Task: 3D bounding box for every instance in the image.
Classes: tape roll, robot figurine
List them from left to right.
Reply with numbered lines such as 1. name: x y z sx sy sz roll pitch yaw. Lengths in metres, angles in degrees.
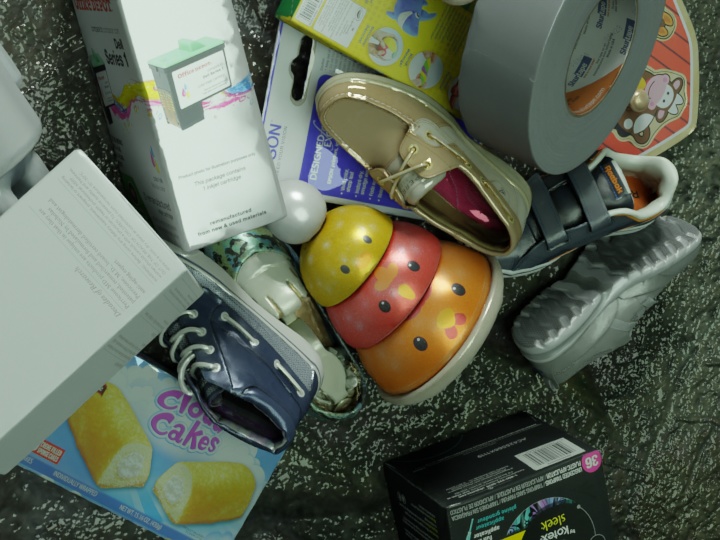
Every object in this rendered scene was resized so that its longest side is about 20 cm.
1. robot figurine: -0.300 -0.118 1.059 0.201 0.112 0.170 59 35 -21
2. tape roll: 0.157 -0.177 1.160 0.200 0.066 0.201 -39 144 -36

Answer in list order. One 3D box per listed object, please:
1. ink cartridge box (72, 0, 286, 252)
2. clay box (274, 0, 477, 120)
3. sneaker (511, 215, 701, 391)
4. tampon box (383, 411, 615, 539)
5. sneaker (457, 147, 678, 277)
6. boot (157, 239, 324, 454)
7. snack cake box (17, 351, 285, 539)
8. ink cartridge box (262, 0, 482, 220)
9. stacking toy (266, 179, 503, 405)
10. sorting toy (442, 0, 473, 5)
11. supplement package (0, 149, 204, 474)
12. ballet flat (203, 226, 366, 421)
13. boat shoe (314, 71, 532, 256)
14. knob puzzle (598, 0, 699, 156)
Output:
1. ink cartridge box: -0.136 -0.130 1.112 0.084 0.145 0.201 -20 107 -19
2. clay box: 0.046 -0.199 1.185 0.199 0.048 0.115 27 92 -26
3. sneaker: 0.219 0.025 1.349 0.199 0.075 0.082 -35 131 -12
4. tampon box: 0.128 0.249 1.307 0.149 0.126 0.201 -18 107 -19
5. sneaker: 0.177 -0.056 1.289 0.199 0.079 0.079 -19 75 -22
6. boot: -0.119 0.052 1.155 0.199 0.091 0.073 34 124 -7
7. snack cake box: -0.169 0.130 1.188 0.199 0.067 0.115 32 87 -25
8. ink cartridge box: 0.013 -0.149 1.230 0.199 0.043 0.200 10 95 -26
9. stacking toy: 0.000 0.000 1.200 0.200 0.146 0.147 35 85 -21
10. sorting toy: 0.055 -0.301 1.157 0.200 0.036 0.185 50 46 1
11. supplement package: -0.224 0.033 1.065 0.200 0.117 0.117 -43 84 -6
12. ballet flat: -0.054 0.039 1.222 0.074 0.074 0.200 -40 112 -12
13. boat shoe: 0.050 -0.079 1.178 0.199 0.069 0.074 30 130 -17
14. knob puzzle: 0.224 -0.173 1.326 0.218 0.030 0.221 -4 101 -23
